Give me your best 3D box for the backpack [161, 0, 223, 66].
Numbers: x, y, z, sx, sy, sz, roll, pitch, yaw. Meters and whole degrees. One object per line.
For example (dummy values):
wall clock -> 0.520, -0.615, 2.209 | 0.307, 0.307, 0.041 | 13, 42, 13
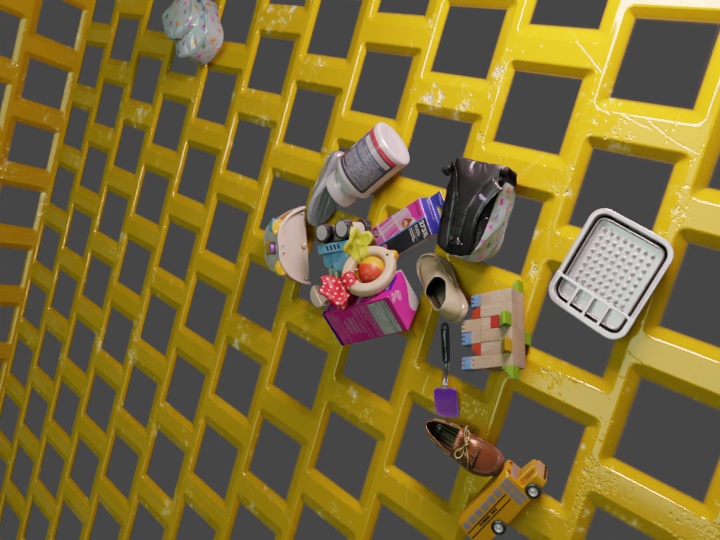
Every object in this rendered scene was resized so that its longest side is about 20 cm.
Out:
backpack -> -0.531, -0.769, 1.949 | 0.173, 0.152, 0.205 | -30, 74, 25

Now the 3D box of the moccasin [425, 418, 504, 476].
moccasin -> 0.210, 0.357, 1.253 | 0.075, 0.077, 0.200 | -55, 36, -6

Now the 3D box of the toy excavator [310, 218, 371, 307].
toy excavator -> -0.059, -0.016, 1.532 | 0.190, 0.099, 0.207 | -8, 88, 38

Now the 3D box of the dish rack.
dish rack -> 0.467, 0.007, 1.143 | 0.171, 0.043, 0.204 | 38, 108, 35

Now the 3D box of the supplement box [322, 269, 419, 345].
supplement box -> 0.025, 0.089, 1.420 | 0.196, 0.102, 0.105 | -16, 118, 34

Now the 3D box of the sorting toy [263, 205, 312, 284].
sorting toy -> -0.217, -0.062, 1.650 | 0.178, 0.104, 0.207 | 2, 97, 60

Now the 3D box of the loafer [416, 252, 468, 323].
loafer -> 0.170, 0.027, 1.334 | 0.076, 0.067, 0.202 | -51, 40, 21

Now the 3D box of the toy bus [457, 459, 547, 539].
toy bus -> 0.283, 0.450, 1.208 | 0.078, 0.065, 0.202 | 39, 110, 12

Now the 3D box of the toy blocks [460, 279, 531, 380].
toy blocks -> 0.268, 0.127, 1.262 | 0.135, 0.098, 0.207 | -14, 66, 44

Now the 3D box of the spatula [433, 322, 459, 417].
spatula -> 0.188, 0.218, 1.349 | 0.055, 0.020, 0.207 | -4, 80, 25

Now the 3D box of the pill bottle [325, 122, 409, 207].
pill bottle -> 0.012, -0.249, 1.480 | 0.198, 0.118, 0.122 | -36, 65, 28

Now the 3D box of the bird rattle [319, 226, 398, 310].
bird rattle -> 0.000, 0.000, 1.375 | 0.159, 0.114, 0.202 | 4, 46, 29

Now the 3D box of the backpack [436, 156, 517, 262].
backpack -> 0.243, -0.121, 1.282 | 0.165, 0.124, 0.206 | 22, 99, 49

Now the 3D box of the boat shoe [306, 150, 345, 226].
boat shoe -> -0.087, -0.215, 1.596 | 0.204, 0.071, 0.062 | -64, 30, 9

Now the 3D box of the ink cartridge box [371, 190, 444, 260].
ink cartridge box -> 0.118, -0.099, 1.434 | 0.197, 0.037, 0.097 | -30, 68, 29
